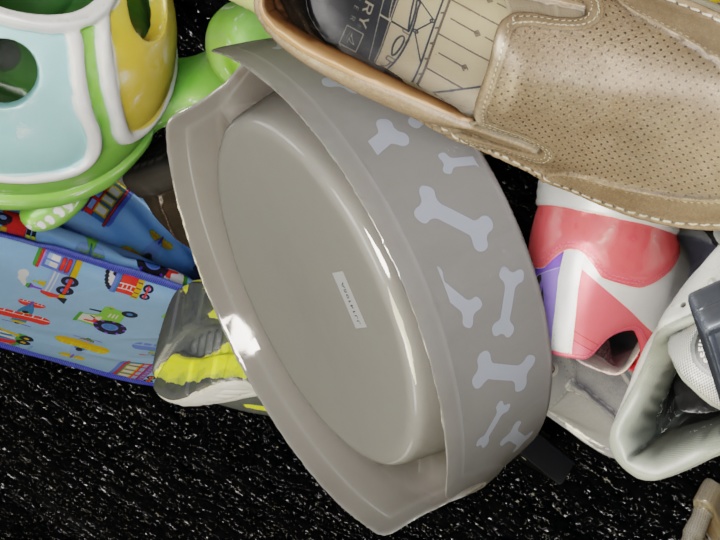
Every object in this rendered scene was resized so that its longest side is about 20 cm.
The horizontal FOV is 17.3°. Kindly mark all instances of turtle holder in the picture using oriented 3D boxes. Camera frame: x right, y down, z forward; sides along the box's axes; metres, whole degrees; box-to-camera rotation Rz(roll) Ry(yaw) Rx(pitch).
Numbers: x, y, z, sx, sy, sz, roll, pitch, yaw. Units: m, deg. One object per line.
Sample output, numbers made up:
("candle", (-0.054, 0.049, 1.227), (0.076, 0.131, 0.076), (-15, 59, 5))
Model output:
("turtle holder", (-0.133, -0.094, 1.007), (0.185, 0.141, 0.132), (34, 152, -1))

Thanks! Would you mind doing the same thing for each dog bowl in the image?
("dog bowl", (0.000, 0.000, 0.891), (0.200, 0.058, 0.201), (49, 154, 33))

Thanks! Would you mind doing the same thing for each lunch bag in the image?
("lunch bag", (-0.136, 0.004, 1.248), (0.199, 0.095, 0.151), (28, 152, -12))

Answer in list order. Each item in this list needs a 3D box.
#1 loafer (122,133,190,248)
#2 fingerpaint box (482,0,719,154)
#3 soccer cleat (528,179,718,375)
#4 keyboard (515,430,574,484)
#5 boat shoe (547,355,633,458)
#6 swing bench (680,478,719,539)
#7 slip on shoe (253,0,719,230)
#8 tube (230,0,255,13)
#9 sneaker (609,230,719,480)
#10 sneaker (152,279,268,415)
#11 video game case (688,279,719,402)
("loafer", (-0.035, -0.041, 1.062), (0.072, 0.073, 0.200), (56, 157, -15))
("fingerpaint box", (0.056, -0.133, 0.816), (0.166, 0.074, 0.200), (1, 140, 47))
("soccer cleat", (0.107, 0.009, 0.935), (0.068, 0.074, 0.200), (13, 175, 21))
("keyboard", (0.027, 0.038, 1.162), (0.200, 0.021, 0.127), (39, 176, -14))
("boat shoe", (0.064, 0.032, 1.087), (0.200, 0.069, 0.072), (46, 150, -26))
("swing bench", (0.219, 0.224, 1.101), (0.199, 0.200, 0.130), (5, 143, 42))
("slip on shoe", (0.058, -0.064, 0.755), (0.199, 0.061, 0.076), (28, 116, 19))
("tube", (-0.056, -0.137, 0.938), (0.199, 0.052, 0.058), (27, -179, 4))
("sneaker", (0.148, 0.009, 0.784), (0.074, 0.088, 0.200), (43, 136, 12))
("sneaker", (-0.013, 0.036, 1.063), (0.084, 0.075, 0.199), (13, 175, -35))
("video game case", (0.191, 0.038, 0.776), (0.142, 0.019, 0.200), (-23, 142, 3))
